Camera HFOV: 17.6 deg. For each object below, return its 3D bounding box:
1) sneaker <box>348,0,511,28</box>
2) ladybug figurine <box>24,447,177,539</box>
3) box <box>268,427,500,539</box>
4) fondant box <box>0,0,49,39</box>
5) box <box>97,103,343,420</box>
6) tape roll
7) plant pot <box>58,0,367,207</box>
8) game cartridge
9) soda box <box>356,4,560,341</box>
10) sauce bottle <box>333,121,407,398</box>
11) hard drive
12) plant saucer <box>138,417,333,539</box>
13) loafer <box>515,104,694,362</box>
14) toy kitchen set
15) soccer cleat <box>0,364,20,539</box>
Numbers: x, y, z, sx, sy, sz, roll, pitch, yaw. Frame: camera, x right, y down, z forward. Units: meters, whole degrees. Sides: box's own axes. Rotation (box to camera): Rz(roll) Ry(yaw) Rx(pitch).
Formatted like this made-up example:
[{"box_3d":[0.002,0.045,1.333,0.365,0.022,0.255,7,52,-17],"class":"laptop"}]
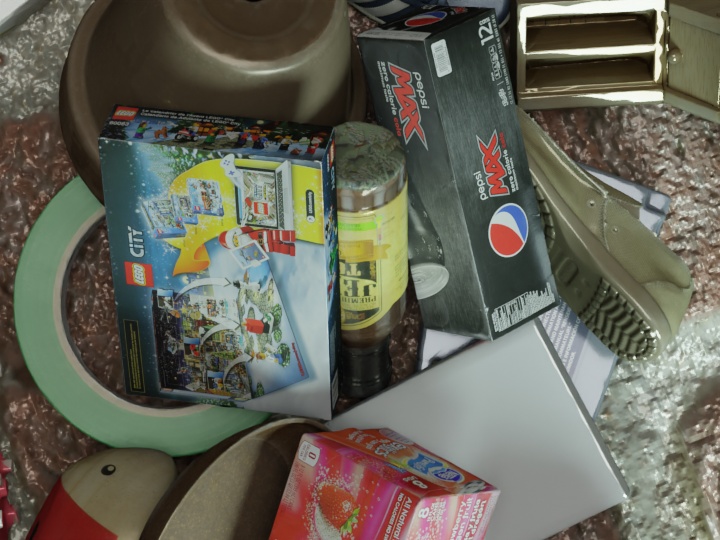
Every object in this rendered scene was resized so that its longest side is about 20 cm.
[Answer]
[{"box_3d":[0.009,-0.205,1.520,0.199,0.085,0.075,19,88,-2],"class":"sneaker"},{"box_3d":[-0.183,0.197,1.474,0.072,0.136,0.201,26,94,-11],"class":"ladybug figurine"},{"box_3d":[-0.003,0.208,1.460,0.099,0.095,0.201,26,104,32],"class":"box"},{"box_3d":[-0.294,-0.235,1.520,0.144,0.058,0.200,-39,90,-3],"class":"fondant box"},{"box_3d":[-0.082,-0.003,1.416,0.136,0.038,0.201,7,129,10],"class":"box"},{"box_3d":[-0.126,0.020,1.528,0.199,0.048,0.202,0,89,-2],"class":"tape roll"},{"box_3d":[-0.083,-0.135,1.441,0.199,0.175,0.202,4,68,-10],"class":"plant pot"},{"box_3d":[0.112,0.023,1.546,0.132,0.041,0.201,20,88,-6],"class":"game cartridge"},{"box_3d":[0.061,-0.061,1.455,0.063,0.071,0.201,-27,112,-34],"class":"soda box"},{"box_3d":[0.000,0.000,1.471,0.064,0.065,0.201,-2,134,2],"class":"sauce bottle"},{"box_3d":[0.056,0.131,1.514,0.199,0.025,0.133,-28,93,15],"class":"hard drive"},{"box_3d":[-0.083,0.177,1.451,0.037,0.200,0.201,26,87,32],"class":"plant saucer"},{"box_3d":[0.138,-0.031,1.499,0.068,0.076,0.200,-34,83,-35],"class":"loafer"},{"box_3d":[0.196,-0.074,1.489,0.179,0.200,0.164,-4,124,-3],"class":"toy kitchen set"},{"box_3d":[-0.267,0.121,1.513,0.076,0.067,0.202,-5,87,3],"class":"soccer cleat"}]
